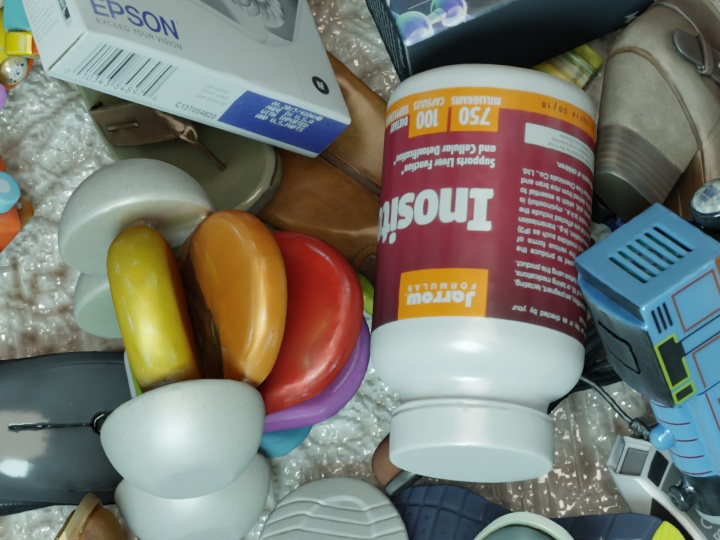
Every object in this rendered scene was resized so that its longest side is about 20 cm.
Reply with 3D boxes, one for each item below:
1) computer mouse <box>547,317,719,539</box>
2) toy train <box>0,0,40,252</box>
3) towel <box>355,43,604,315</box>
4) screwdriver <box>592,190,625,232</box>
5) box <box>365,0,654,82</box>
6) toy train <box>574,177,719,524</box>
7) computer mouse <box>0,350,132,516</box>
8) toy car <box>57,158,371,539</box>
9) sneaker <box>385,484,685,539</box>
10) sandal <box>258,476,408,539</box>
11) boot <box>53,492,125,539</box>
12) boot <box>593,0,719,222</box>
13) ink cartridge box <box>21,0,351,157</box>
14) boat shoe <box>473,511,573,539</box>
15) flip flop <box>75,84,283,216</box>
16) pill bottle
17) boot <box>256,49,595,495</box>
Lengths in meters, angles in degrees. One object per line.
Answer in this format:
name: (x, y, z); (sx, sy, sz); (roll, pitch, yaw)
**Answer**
computer mouse: (0.166, 0.118, 1.540); (0.200, 0.044, 0.110); (46, 49, 6)
toy train: (-0.181, -0.096, 1.567); (0.055, 0.200, 0.151); (3, 52, -38)
towel: (0.046, -0.069, 1.601); (0.086, 0.018, 0.200); (37, 84, 9)
screwdriver: (0.160, 0.004, 1.580); (0.029, 0.028, 0.200); (-23, 81, -32)
box: (0.057, -0.215, 1.568); (0.148, 0.107, 0.200); (-23, 72, -2)
toy train: (0.191, 0.047, 1.465); (0.114, 0.087, 0.200); (-32, 125, -11)
computer mouse: (-0.161, 0.081, 1.564); (0.199, 0.053, 0.139); (-9, 81, 1)
toy car: (-0.068, 0.038, 1.462); (0.149, 0.200, 0.176); (-13, 66, -6)
sneaker: (0.087, 0.169, 1.527); (0.199, 0.082, 0.074); (8, 62, 26)
sandal: (-0.013, 0.187, 1.480); (0.082, 0.050, 0.203); (1, 37, -7)
boot: (-0.094, 0.198, 1.471); (0.154, 0.200, 0.074); (28, 67, 14)
boot: (0.204, -0.055, 1.561); (0.200, 0.070, 0.146); (49, 52, -26)
ink cartridge box: (-0.110, -0.167, 1.513); (0.041, 0.199, 0.200); (-42, 54, 29)
boat shoe: (0.060, 0.210, 1.468); (0.073, 0.200, 0.062); (29, 38, 5)
flip flop: (-0.116, -0.096, 1.562); (0.081, 0.058, 0.200); (-38, 61, 5)
pill bottle: (0.063, 0.003, 1.471); (0.113, 0.113, 0.201); (3, 74, 3)
boot: (0.000, 0.000, 1.552); (0.200, 0.068, 0.189); (33, 85, 4)
